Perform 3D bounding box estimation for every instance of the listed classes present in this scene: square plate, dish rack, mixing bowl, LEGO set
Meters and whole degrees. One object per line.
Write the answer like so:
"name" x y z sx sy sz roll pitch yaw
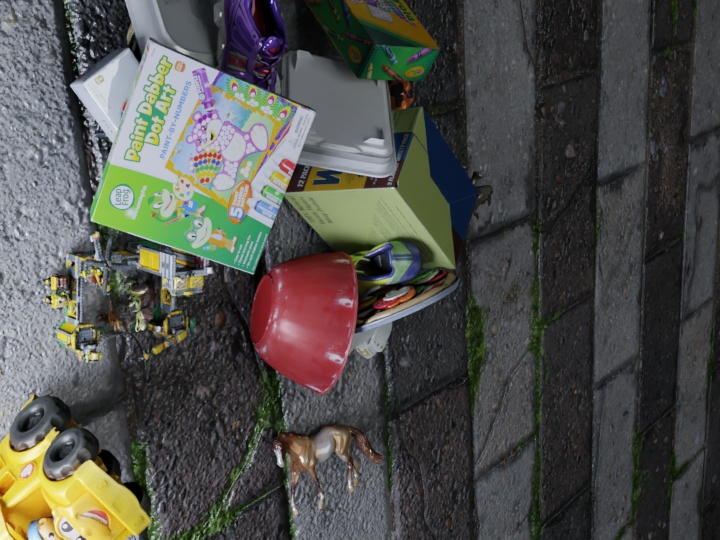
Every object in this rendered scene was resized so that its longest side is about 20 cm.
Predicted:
"square plate" -0.190 -0.309 1.043 0.196 0.028 0.204 -4 69 -48
"dish rack" -0.032 -0.215 1.145 0.168 0.044 0.203 9 50 -15
"mixing bowl" -0.090 0.063 1.227 0.106 0.199 0.205 11 91 -23
"LEGO set" -0.263 0.036 1.056 0.198 0.114 0.158 4 97 -48

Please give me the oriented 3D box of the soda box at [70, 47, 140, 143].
"soda box" -0.238 -0.149 1.001 0.068 0.063 0.202 -43 118 -19

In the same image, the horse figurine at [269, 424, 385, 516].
"horse figurine" -0.055 0.299 1.397 0.197 0.049 0.136 -16 94 -36

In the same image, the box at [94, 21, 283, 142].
"box" -0.206 -0.204 1.079 0.197 0.046 0.162 20 85 -34

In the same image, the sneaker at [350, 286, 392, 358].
"sneaker" -0.007 0.110 1.383 0.201 0.072 0.117 -55 134 -36

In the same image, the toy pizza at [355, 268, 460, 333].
"toy pizza" 0.048 0.039 1.254 0.198 0.198 0.032 -27 97 -41

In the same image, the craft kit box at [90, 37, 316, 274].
"craft kit box" -0.173 -0.121 0.967 0.194 0.049 0.204 18 102 -21

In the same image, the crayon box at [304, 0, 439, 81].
"crayon box" 0.007 -0.347 1.201 0.117 0.202 0.059 -7 144 -38

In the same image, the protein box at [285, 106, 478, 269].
"protein box" 0.032 -0.113 1.273 0.199 0.197 0.137 47 55 -44

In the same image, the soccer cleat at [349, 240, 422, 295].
"soccer cleat" 0.000 -0.001 1.255 0.083 0.198 0.066 3 75 -45

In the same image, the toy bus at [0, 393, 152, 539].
"toy bus" -0.352 0.260 0.962 0.192 0.198 0.137 -44 129 -21

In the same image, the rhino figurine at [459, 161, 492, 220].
"rhino figurine" 0.174 -0.141 1.542 0.198 0.060 0.089 17 106 -49

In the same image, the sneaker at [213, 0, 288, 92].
"sneaker" -0.121 -0.235 0.997 0.080 0.082 0.205 -18 112 -43

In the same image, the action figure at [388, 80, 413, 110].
"action figure" 0.038 -0.293 1.327 0.200 0.102 0.198 -47 130 -61
